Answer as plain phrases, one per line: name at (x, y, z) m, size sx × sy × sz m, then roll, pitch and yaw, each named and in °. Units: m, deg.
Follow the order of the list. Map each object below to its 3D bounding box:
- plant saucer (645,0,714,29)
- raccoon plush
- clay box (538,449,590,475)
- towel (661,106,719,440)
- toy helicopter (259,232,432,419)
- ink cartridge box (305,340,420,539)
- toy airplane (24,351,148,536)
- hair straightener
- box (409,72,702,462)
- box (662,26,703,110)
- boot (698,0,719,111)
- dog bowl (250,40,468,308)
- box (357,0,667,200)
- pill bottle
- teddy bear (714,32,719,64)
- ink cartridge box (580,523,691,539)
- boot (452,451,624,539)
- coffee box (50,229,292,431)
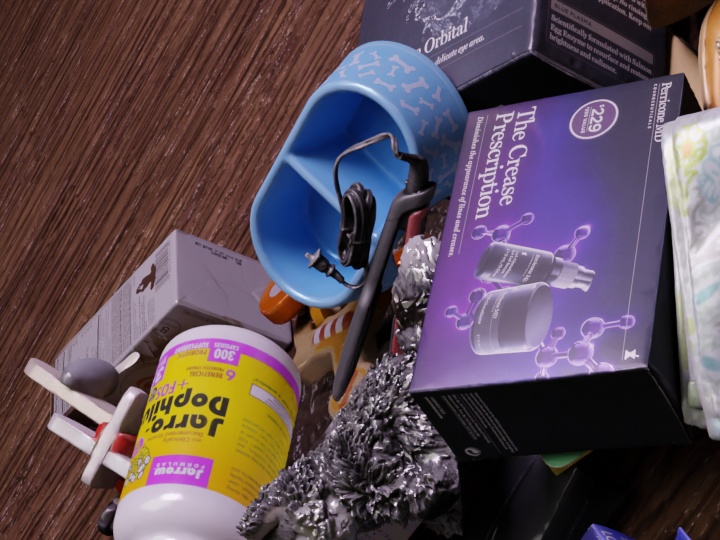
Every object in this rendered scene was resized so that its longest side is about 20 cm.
plant saucer at (0.219, -0.238, 1.069) m, size 0.035 × 0.200 × 0.202 m, roll 18°, pitch 84°, yaw 17°
raccoon plush at (-0.009, 0.087, 1.065) m, size 0.097 × 0.132 × 0.202 m, roll 81°, pitch -173°, yaw -68°
clay box at (0.124, 0.032, 1.059) m, size 0.114 × 0.048 × 0.201 m, roll -34°, pitch 43°, yaw 5°
towel at (0.245, -0.010, 0.881) m, size 0.198 × 0.048 × 0.173 m, roll -10°, pitch 79°, yaw 33°
toy helicopter at (0.002, 0.041, 1.261) m, size 0.132 × 0.079 × 0.201 m, roll -41°, pitch 25°, yaw 17°
ink cartridge box at (0.007, 0.131, 1.196) m, size 0.177 × 0.045 × 0.200 m, roll -51°, pitch 11°, yaw -10°
toy airplane at (-0.149, 0.130, 1.353) m, size 0.142 × 0.200 × 0.199 m, roll -53°, pitch 22°, yaw -19°
hair straightener at (0.000, 0.000, 1.110) m, size 0.041 × 0.076 × 0.202 m, roll -65°, pitch -14°, yaw -52°
box at (0.119, -0.002, 1.001) m, size 0.140 × 0.079 × 0.202 m, roll -7°, pitch 51°, yaw 26°
box at (0.154, -0.096, 1.187) m, size 0.164 × 0.021 × 0.200 m, roll -58°, pitch 33°, yaw 18°
boot at (0.266, -0.164, 1.002) m, size 0.144 × 0.070 × 0.203 m, roll -25°, pitch 44°, yaw 57°
dog bowl at (-0.006, -0.054, 1.153) m, size 0.049 × 0.111 × 0.201 m, roll -35°, pitch -16°, yaw -45°
box at (0.098, -0.175, 1.188) m, size 0.196 × 0.117 × 0.202 m, roll -23°, pitch 52°, yaw 50°
pill bottle at (-0.104, 0.142, 1.195) m, size 0.104 × 0.104 × 0.201 m, roll -37°, pitch 31°, yaw 40°
teddy bear at (0.260, -0.100, 0.943) m, size 0.200 × 0.145 × 0.067 m, roll -47°, pitch -8°, yaw 23°
ink cartridge box at (0.139, 0.234, 0.949) m, size 0.201 × 0.076 × 0.137 m, roll -57°, pitch 32°, yaw 14°
boot at (0.064, 0.171, 1.112) m, size 0.165 × 0.065 × 0.201 m, roll 44°, pitch 110°, yaw 51°
coffee box at (-0.159, 0.068, 1.484) m, size 0.200 × 0.114 × 0.080 m, roll -43°, pitch 38°, yaw 36°
